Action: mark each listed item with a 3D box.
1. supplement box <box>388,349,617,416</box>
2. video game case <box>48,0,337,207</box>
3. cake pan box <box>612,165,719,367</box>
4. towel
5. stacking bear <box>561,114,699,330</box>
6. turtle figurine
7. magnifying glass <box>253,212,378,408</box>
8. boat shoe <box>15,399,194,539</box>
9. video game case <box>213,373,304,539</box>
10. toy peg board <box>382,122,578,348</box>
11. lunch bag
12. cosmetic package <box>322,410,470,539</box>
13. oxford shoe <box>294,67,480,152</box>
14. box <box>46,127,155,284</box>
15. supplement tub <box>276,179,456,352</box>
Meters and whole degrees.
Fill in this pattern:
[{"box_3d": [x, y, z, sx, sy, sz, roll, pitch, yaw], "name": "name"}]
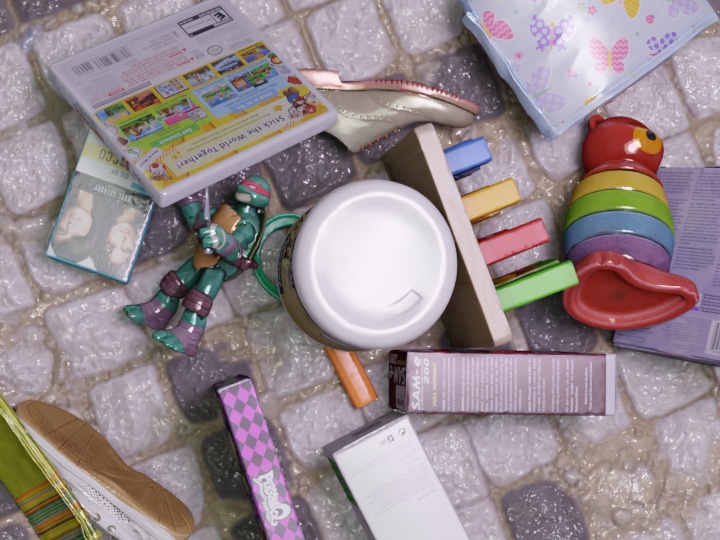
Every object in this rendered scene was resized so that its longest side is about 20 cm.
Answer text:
[{"box_3d": [0.132, 0.105, 1.561, 0.198, 0.109, 0.061, 1, 88, -8], "name": "supplement box"}, {"box_3d": [-0.152, -0.159, 1.504, 0.199, 0.023, 0.182, -28, 62, -31], "name": "video game case"}, {"box_3d": [0.332, -0.004, 1.546, 0.052, 0.200, 0.186, 16, 85, -29], "name": "cake pan box"}, {"box_3d": [-0.317, 0.179, 1.520, 0.018, 0.086, 0.201, -37, 93, -43], "name": "towel"}, {"box_3d": [0.247, -0.057, 1.568, 0.121, 0.114, 0.201, 18, 59, -20], "name": "stacking bear"}, {"box_3d": [-0.139, -0.027, 1.529, 0.100, 0.150, 0.201, 27, 93, -23], "name": "turtle figurine"}, {"box_3d": [-0.039, 0.038, 1.589, 0.079, 0.022, 0.201, -27, 89, -8], "name": "magnifying glass"}, {"box_3d": [-0.250, 0.202, 1.531, 0.200, 0.071, 0.069, 39, 113, 4], "name": "boat shoe"}, {"box_3d": [-0.086, 0.194, 1.494, 0.036, 0.181, 0.202, -18, 91, -7], "name": "video game case"}, {"box_3d": [0.111, -0.040, 1.519, 0.097, 0.200, 0.201, -20, 90, -9], "name": "toy peg board"}, {"box_3d": [0.206, -0.241, 1.575, 0.200, 0.127, 0.170, -37, 90, -18], "name": "lunch bag"}, {"box_3d": [0.049, 0.238, 1.547, 0.084, 0.108, 0.201, -26, 90, -7], "name": "cosmetic package"}, {"box_3d": [0.014, -0.147, 1.581, 0.198, 0.071, 0.075, 7, 90, 4], "name": "oxford shoe"}, {"box_3d": [-0.225, -0.095, 1.555, 0.082, 0.049, 0.202, 18, 85, -6], "name": "box"}, {"box_3d": [0.000, 0.000, 1.485, 0.143, 0.200, 0.146, 1, 86, -9], "name": "supplement tub"}]
